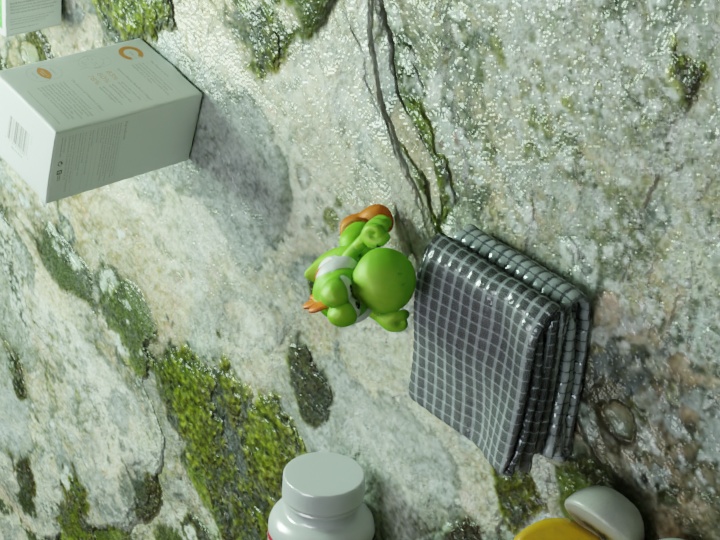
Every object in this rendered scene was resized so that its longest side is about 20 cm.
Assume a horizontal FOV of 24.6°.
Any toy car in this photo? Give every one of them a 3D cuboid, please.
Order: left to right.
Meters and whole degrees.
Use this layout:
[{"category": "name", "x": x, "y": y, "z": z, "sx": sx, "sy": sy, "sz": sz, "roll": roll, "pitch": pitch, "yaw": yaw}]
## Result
[{"category": "toy car", "x": 0.228, "y": 0.315, "z": 1.516, "sx": 0.200, "sy": 0.175, "sz": 0.150, "roll": 33, "pitch": 163, "yaw": 35}]

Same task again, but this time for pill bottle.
[{"category": "pill bottle", "x": -0.045, "y": 0.309, "z": 1.832, "sx": 0.119, "sy": 0.119, "sz": 0.201, "roll": 26, "pitch": 124, "yaw": 40}]

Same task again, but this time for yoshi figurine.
[{"category": "yoshi figurine", "x": 0.015, "y": 0.002, "z": 1.594, "sx": 0.112, "sy": 0.200, "sz": 0.112, "roll": 34, "pitch": 109, "yaw": -4}]

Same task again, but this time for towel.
[{"category": "towel", "x": 0.124, "y": 0.080, "z": 1.566, "sx": 0.165, "sy": 0.085, "sz": 0.201, "roll": 31, "pitch": 128, "yaw": 38}]

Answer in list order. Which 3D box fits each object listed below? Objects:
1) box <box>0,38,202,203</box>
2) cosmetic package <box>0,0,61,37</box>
[{"category": "box", "x": -0.297, "y": -0.170, "z": 1.845, "sx": 0.124, "sy": 0.200, "sz": 0.098, "roll": 42, "pitch": 134, "yaw": 29}, {"category": "cosmetic package", "x": -0.417, "y": -0.396, "z": 1.976, "sx": 0.107, "sy": 0.085, "sz": 0.201, "roll": 31, "pitch": 129, "yaw": 40}]
